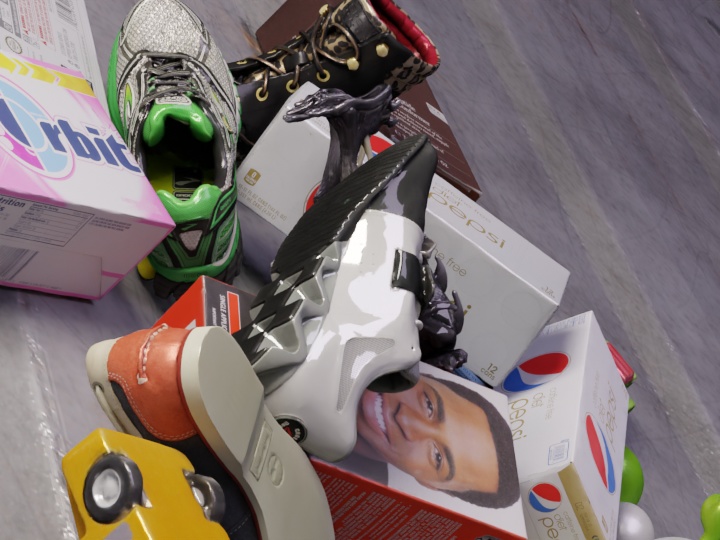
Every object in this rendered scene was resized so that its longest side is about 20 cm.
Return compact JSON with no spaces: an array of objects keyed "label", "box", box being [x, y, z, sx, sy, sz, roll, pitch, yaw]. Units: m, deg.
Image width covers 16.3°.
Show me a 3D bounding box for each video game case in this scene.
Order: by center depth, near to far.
[{"label":"video game case","box":[-0.228,-0.157,1.453,0.182,0.022,0.200,31,24,-31]}]

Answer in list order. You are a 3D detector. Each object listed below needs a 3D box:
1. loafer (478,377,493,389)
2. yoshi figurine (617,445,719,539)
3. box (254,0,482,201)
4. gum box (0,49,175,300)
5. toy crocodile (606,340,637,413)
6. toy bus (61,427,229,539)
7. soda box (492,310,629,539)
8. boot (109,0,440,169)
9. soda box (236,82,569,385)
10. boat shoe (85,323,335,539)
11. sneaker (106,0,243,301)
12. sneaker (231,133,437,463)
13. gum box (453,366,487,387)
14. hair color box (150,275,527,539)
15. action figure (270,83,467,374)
[{"label":"loafer","box":[0.051,0.045,1.593,0.200,0.072,0.063,43,27,-19]},{"label":"yoshi figurine","box":[0.187,0.170,1.588,0.200,0.112,0.112,35,7,-25]},{"label":"box","box":[0.004,-0.113,1.792,0.100,0.075,0.200,29,24,-40]},{"label":"gum box","box":[-0.198,-0.057,1.273,0.200,0.066,0.114,12,40,-58]},{"label":"toy crocodile","box":[0.154,0.078,1.745,0.068,0.062,0.200,51,20,13]},{"label":"toy bus","box":[-0.078,0.166,1.074,0.065,0.078,0.200,20,33,-50]},{"label":"soda box","box":[0.117,0.102,1.498,0.200,0.064,0.068,-71,139,-64]},{"label":"boot","box":[-0.050,-0.124,1.564,0.200,0.150,0.073,30,30,-54]},{"label":"soda box","box":[0.024,-0.023,1.498,0.200,0.068,0.064,36,21,-2]},{"label":"boat shoe","box":[-0.066,0.103,1.195,0.071,0.062,0.200,-74,150,-43]},{"label":"sneaker","box":[-0.100,-0.084,1.426,0.078,0.085,0.200,-7,53,-10]},{"label":"sneaker","box":[0.001,0.016,1.281,0.089,0.074,0.200,45,51,-17]},{"label":"gum box","box":[0.005,0.073,1.473,0.170,0.045,0.200,45,19,-3]},{"label":"hair color box","box":[-0.012,0.087,1.311,0.200,0.061,0.102,22,42,-29]},{"label":"action figure","box":[0.000,0.000,1.398,0.119,0.102,0.200,-132,-153,-78]}]
